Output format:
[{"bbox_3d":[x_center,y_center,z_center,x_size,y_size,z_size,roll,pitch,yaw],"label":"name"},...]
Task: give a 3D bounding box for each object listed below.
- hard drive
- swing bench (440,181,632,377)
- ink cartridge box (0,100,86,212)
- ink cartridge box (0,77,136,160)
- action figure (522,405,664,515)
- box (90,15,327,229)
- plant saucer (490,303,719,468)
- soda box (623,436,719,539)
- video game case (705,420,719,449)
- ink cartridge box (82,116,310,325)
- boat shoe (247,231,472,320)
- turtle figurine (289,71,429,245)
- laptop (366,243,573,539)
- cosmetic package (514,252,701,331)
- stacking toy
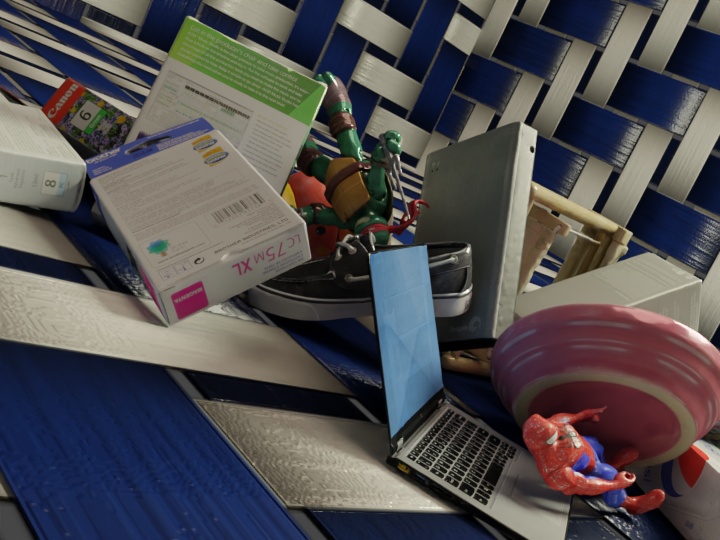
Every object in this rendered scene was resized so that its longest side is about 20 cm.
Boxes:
[{"bbox_3d":[0.100,-0.026,0.885,0.032,0.205,0.138,19,-17,-31],"label":"hard drive"},{"bbox_3d":[0.176,0.015,0.999,0.197,0.202,0.130,20,12,-30],"label":"swing bench"},{"bbox_3d":[-0.339,-0.107,0.758,0.197,0.048,0.160,6,21,-35],"label":"ink cartridge box"},{"bbox_3d":[-0.252,-0.127,0.914,0.198,0.051,0.109,32,-14,21],"label":"ink cartridge box"},{"bbox_3d":[0.171,0.140,0.700,0.199,0.051,0.066,26,35,-48],"label":"action figure"},{"bbox_3d":[-0.129,-0.104,0.827,0.142,0.203,0.036,25,-16,-8],"label":"box"},{"bbox_3d":[0.204,0.106,0.784,0.197,0.201,0.052,25,53,-10],"label":"plant saucer"},{"bbox_3d":[0.301,0.194,0.819,0.067,0.064,0.200,25,10,-13],"label":"soda box"},{"bbox_3d":[0.355,0.171,0.963,0.198,0.018,0.142,31,-20,-30],"label":"video game case"},{"bbox_3d":[-0.134,-0.048,0.732,0.118,0.043,0.200,-25,44,-19],"label":"ink cartridge box"},{"bbox_3d":[0.000,0.000,0.810,0.195,0.069,0.072,1,22,1],"label":"boat shoe"},{"bbox_3d":[-0.018,-0.083,0.880,0.101,0.148,0.202,39,20,-53],"label":"turtle figurine"},{"bbox_3d":[0.087,0.082,0.680,0.197,0.118,0.187,29,11,13],"label":"laptop"},{"bbox_3d":[0.235,0.066,0.928,0.196,0.109,0.090,-13,27,-20],"label":"cosmetic package"},{"bbox_3d":[-0.077,-0.046,0.967,0.196,0.149,0.146,-2,23,-28],"label":"stacking toy"}]
